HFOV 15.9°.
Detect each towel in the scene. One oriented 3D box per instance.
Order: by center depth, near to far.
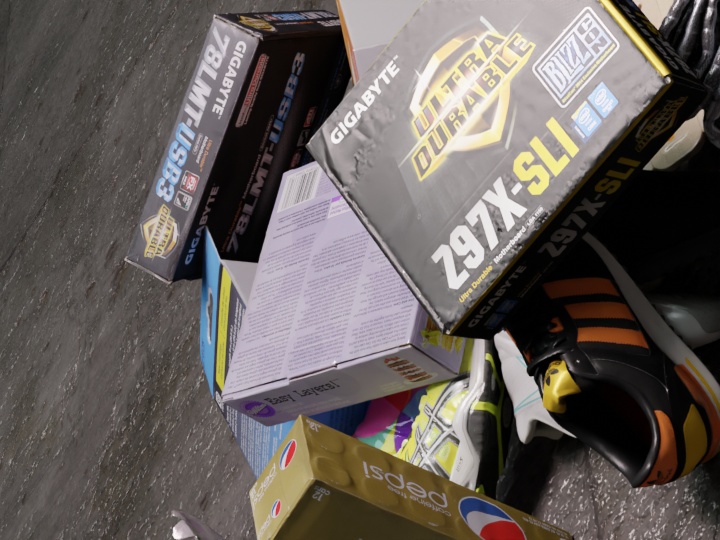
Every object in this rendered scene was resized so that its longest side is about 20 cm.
[{"bbox_3d":[0.232,-0.173,1.485,0.201,0.085,0.166,-63,-6,9],"label":"towel"}]

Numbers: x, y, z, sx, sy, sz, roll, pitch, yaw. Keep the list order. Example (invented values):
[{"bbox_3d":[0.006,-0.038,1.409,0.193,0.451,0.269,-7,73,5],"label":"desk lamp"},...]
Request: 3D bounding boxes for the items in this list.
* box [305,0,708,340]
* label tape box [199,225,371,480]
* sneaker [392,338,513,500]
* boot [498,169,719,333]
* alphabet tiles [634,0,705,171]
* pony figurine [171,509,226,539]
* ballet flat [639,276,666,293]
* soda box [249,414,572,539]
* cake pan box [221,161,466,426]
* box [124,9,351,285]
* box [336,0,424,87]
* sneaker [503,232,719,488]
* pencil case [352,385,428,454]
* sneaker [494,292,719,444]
[{"bbox_3d":[0.079,-0.085,1.453,0.200,0.049,0.160,-49,60,22],"label":"box"},{"bbox_3d":[-0.055,0.077,1.861,0.200,0.066,0.144,-120,26,-43],"label":"label tape box"},{"bbox_3d":[0.051,0.116,1.646,0.076,0.075,0.202,5,77,21],"label":"sneaker"},{"bbox_3d":[0.128,-0.070,1.528,0.199,0.169,0.076,-20,7,25],"label":"boot"},{"bbox_3d":[0.187,-0.139,1.662,0.200,0.015,0.196,-38,43,25],"label":"alphabet tiles"},{"bbox_3d":[-0.053,0.250,1.702,0.166,0.193,0.201,28,85,26],"label":"pony figurine"},{"bbox_3d":[0.143,-0.016,1.656,0.067,0.057,0.200,-65,23,0],"label":"ballet flat"},{"bbox_3d":[0.035,0.163,1.533,0.064,0.199,0.068,-57,23,22],"label":"soda box"},{"bbox_3d":[0.000,0.000,1.708,0.199,0.052,0.185,-19,46,44],"label":"cake pan box"},{"bbox_3d":[-0.082,-0.096,1.939,0.198,0.049,0.201,-15,-52,-67],"label":"box"},{"bbox_3d":[0.042,-0.143,1.862,0.200,0.097,0.125,-104,2,-67],"label":"box"},{"bbox_3d":[0.121,0.041,1.464,0.090,0.200,0.070,-25,-24,-51],"label":"sneaker"},{"bbox_3d":[0.058,0.073,1.732,0.201,0.088,0.088,-63,22,11],"label":"pencil case"},{"bbox_3d":[0.156,0.058,1.560,0.200,0.070,0.081,-21,72,57],"label":"sneaker"}]
